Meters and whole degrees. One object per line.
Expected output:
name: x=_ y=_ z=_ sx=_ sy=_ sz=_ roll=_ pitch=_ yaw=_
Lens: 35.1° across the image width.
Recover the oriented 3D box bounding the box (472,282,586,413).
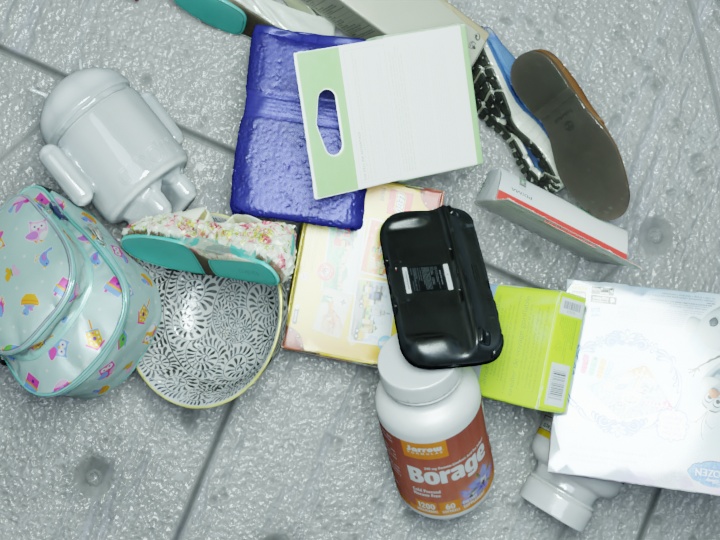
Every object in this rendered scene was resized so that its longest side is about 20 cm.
box: x=0.147 y=0.076 z=1.225 sx=0.047 sy=0.199 sz=0.124 roll=14 pitch=86 yaw=-34

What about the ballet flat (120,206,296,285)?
ballet flat: x=-0.147 y=-0.029 z=1.144 sx=0.197 sy=0.076 sz=0.065 roll=11 pitch=58 yaw=23

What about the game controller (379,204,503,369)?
game controller: x=0.079 y=0.014 z=1.152 sx=0.102 sy=0.042 sz=0.202 roll=-10 pitch=49 yaw=1

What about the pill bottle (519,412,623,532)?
pill bottle: x=0.256 y=0.178 z=1.251 sx=0.110 sy=0.111 sz=0.202 roll=30 pitch=87 yaw=-3

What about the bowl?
bowl: x=-0.146 y=0.045 z=1.215 sx=0.197 sy=0.094 sz=0.205 roll=-3 pitch=83 yaw=27

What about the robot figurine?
robot figurine: x=-0.263 y=-0.133 z=1.217 sx=0.201 sy=0.113 sz=0.169 roll=50 pitch=44 yaw=0

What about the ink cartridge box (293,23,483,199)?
ink cartridge box: x=0.025 y=-0.162 z=1.152 sx=0.197 sy=0.048 sz=0.148 roll=-14 pitch=102 yaw=-23

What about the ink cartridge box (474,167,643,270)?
ink cartridge box: x=0.214 y=-0.058 z=1.211 sx=0.159 sy=0.200 sz=0.051 roll=26 pitch=89 yaw=-4

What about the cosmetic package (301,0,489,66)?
cosmetic package: x=0.031 y=-0.279 z=1.233 sx=0.199 sy=0.103 sz=0.074 roll=34 pitch=85 yaw=-17

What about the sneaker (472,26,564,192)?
sneaker: x=0.189 y=-0.190 z=1.286 sx=0.089 sy=0.078 sz=0.202 roll=-34 pitch=90 yaw=-23

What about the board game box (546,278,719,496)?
board game box: x=0.300 y=0.121 z=1.173 sx=0.196 sy=0.043 sz=0.203 roll=6 pitch=79 yaw=13

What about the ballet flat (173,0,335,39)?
ballet flat: x=-0.116 y=-0.290 z=1.267 sx=0.197 sy=0.069 sz=0.070 roll=24 pitch=86 yaw=-8

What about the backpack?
backpack: x=-0.312 y=0.031 z=1.165 sx=0.199 sy=0.153 sz=0.176 roll=41 pitch=92 yaw=14

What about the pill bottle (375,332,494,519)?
pill bottle: x=0.076 y=0.158 z=1.188 sx=0.110 sy=0.113 sz=0.202 roll=-20 pitch=132 yaw=-5

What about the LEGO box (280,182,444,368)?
LEGO box: x=0.000 y=0.000 z=1.252 sx=0.146 sy=0.077 sz=0.204 roll=11 pitch=87 yaw=-5

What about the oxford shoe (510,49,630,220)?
oxford shoe: x=0.235 y=-0.151 z=1.219 sx=0.071 sy=0.071 sz=0.202 roll=-26 pitch=95 yaw=31

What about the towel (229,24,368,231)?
towel: x=-0.054 y=-0.148 z=1.191 sx=0.145 sy=0.050 sz=0.204 roll=8 pitch=85 yaw=0
